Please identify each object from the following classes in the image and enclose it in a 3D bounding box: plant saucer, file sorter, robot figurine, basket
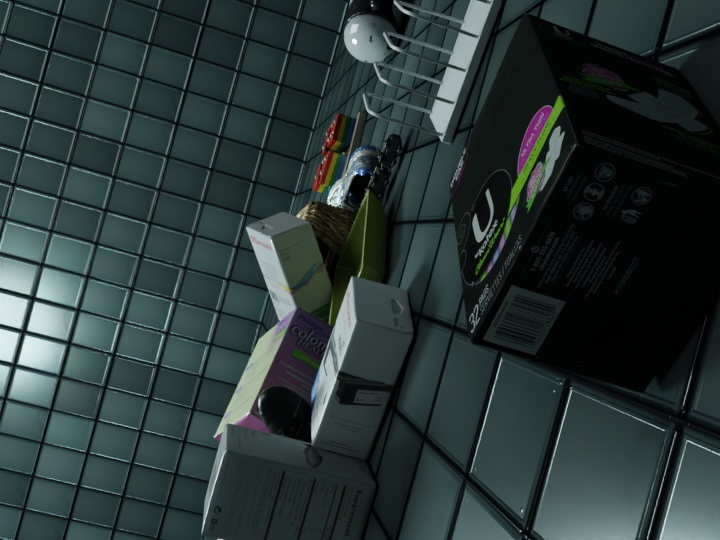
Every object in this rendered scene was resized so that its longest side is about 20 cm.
[{"bbox_3d":[0.000,0.000,1.564,0.201,0.048,0.200,-86,14,-46],"label":"plant saucer"},{"bbox_3d":[0.094,-0.304,1.282,0.139,0.124,0.201,-99,26,-66],"label":"file sorter"},{"bbox_3d":[0.033,-0.546,2.009,0.124,0.150,0.201,-14,52,35],"label":"robot figurine"},{"bbox_3d":[-0.087,-0.014,1.795,0.201,0.142,0.150,115,167,-45],"label":"basket"}]

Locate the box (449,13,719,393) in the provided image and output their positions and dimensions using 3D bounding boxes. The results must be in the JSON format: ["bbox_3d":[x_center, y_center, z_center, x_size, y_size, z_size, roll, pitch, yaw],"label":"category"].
[{"bbox_3d":[0.144,-0.051,0.605,0.201,0.123,0.149,-87,17,-55],"label":"box"}]

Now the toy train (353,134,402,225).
[{"bbox_3d":[0.029,-0.151,1.636,0.046,0.034,0.201,-76,7,-62],"label":"toy train"}]

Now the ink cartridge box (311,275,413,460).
[{"bbox_3d":[-0.002,0.130,1.265,0.145,0.084,0.201,-98,25,-67],"label":"ink cartridge box"}]

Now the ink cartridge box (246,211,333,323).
[{"bbox_3d":[-0.122,0.004,1.695,0.145,0.084,0.201,24,135,62],"label":"ink cartridge box"}]

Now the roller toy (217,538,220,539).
[{"bbox_3d":[-0.143,0.409,1.476,0.200,0.139,0.183,-79,14,-72],"label":"roller toy"}]

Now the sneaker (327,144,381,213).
[{"bbox_3d":[-0.015,-0.147,1.803,0.086,0.076,0.201,-91,18,-46],"label":"sneaker"}]

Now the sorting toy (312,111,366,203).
[{"bbox_3d":[-0.059,-0.273,2.252,0.200,0.069,0.200,152,132,-76],"label":"sorting toy"}]

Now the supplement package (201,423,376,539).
[{"bbox_3d":[-0.095,0.291,1.205,0.117,0.199,0.118,-139,65,-79],"label":"supplement package"}]

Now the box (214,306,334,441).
[{"bbox_3d":[-0.133,0.190,1.507,0.176,0.096,0.201,-40,23,55],"label":"box"}]

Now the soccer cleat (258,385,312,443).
[{"bbox_3d":[-0.076,0.247,1.312,0.067,0.201,0.081,-34,24,-4],"label":"soccer cleat"}]
